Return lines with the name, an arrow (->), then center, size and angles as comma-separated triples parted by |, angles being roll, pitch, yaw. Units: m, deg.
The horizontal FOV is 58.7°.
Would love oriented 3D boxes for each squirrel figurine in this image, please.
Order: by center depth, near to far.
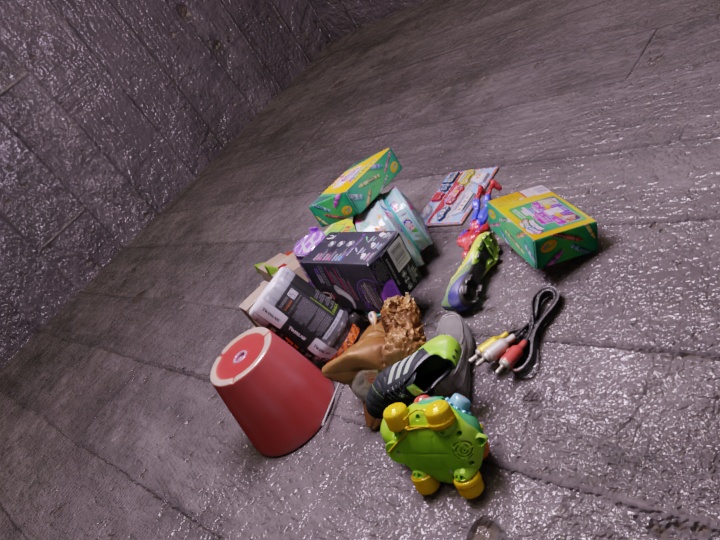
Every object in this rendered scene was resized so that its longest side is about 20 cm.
squirrel figurine -> 0.048, 0.138, 1.130 | 0.200, 0.141, 0.187 | -44, 6, 23

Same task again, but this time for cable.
cable -> 0.267, 0.095, 1.028 | 0.200, 0.050, 0.097 | -47, 30, -15

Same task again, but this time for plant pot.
plant pot -> -0.176, 0.218, 1.217 | 0.200, 0.178, 0.201 | -28, 29, 17

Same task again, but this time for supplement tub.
supplement tub -> -0.108, 0.096, 1.264 | 0.123, 0.200, 0.123 | -52, 7, 9

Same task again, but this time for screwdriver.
screwdriver -> -0.039, 0.218, 1.226 | 0.028, 0.029, 0.201 | -16, 38, 33

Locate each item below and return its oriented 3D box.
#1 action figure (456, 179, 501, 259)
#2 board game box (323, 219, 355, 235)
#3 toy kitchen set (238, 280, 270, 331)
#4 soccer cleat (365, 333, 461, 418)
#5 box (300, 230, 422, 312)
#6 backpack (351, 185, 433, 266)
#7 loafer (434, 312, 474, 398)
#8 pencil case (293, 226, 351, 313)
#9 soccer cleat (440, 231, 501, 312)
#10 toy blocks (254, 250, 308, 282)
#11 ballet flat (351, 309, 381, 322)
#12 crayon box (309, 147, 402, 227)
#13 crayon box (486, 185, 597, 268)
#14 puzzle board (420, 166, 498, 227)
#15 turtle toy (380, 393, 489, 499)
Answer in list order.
action figure -> 0.249, -0.101, 1.346 | 0.065, 0.052, 0.201 | -13, 41, 47
board game box -> -0.028, -0.076, 1.624 | 0.102, 0.048, 0.200 | -45, 29, -15
toy kitchen set -> -0.187, 0.075, 1.440 | 0.163, 0.181, 0.200 | -46, 30, -18
soccer cleat -> 0.075, 0.173, 0.990 | 0.200, 0.067, 0.081 | -44, 8, 25
box -> 0.000, 0.000, 1.255 | 0.199, 0.123, 0.106 | 3, 41, 46
backpack -> 0.066, -0.077, 1.379 | 0.150, 0.178, 0.200 | -31, 21, 14
loafer -> 0.151, 0.137, 1.078 | 0.070, 0.070, 0.200 | -25, 31, 21
pencil case -> -0.071, 0.009, 1.397 | 0.083, 0.201, 0.086 | -3, 40, 31
soccer cleat -> 0.209, -0.001, 1.229 | 0.084, 0.065, 0.201 | -22, 28, 47
toy blocks -> -0.174, -0.008, 1.661 | 0.136, 0.100, 0.200 | -34, 27, -20
ballet flat -> 0.022, 0.079, 1.311 | 0.068, 0.069, 0.200 | -36, 27, -2
crayon box -> -0.008, -0.181, 1.388 | 0.118, 0.058, 0.200 | -16, 25, 43
crayon box -> 0.326, -0.084, 1.169 | 0.118, 0.059, 0.200 | -17, 29, -6
puzzle board -> 0.224, -0.177, 1.521 | 0.150, 0.017, 0.200 | -1, 45, 48
turtle toy -> 0.102, 0.240, 0.929 | 0.199, 0.146, 0.101 | -13, 16, 43
